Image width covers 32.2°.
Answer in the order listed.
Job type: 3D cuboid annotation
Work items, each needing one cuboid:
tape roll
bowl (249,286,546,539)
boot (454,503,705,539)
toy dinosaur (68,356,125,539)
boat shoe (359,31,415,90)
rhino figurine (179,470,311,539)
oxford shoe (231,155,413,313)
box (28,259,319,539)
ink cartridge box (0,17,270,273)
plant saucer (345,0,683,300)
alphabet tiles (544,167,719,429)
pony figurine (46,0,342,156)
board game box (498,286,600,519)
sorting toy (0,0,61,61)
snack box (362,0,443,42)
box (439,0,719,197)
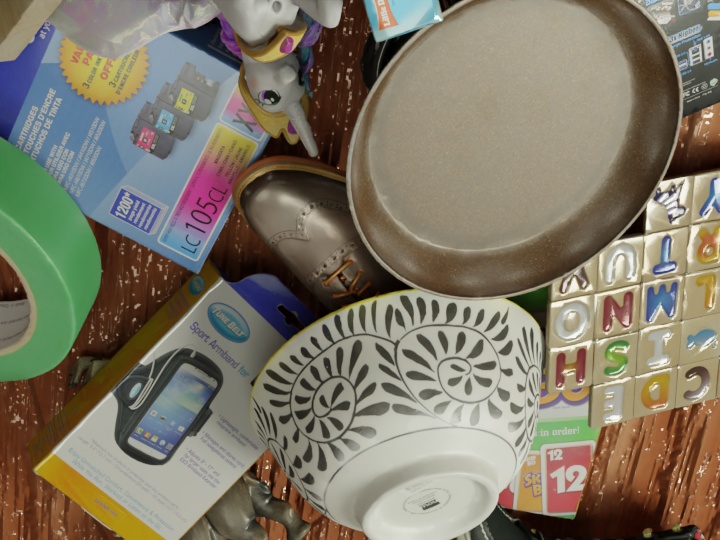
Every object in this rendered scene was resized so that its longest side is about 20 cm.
[{"bbox_3d":[-0.265,-0.012,0.792,0.197,0.049,0.202,11,139,9],"label":"tape roll"},{"bbox_3d":[0.035,0.110,0.784,0.197,0.095,0.202,-10,141,-8],"label":"bowl"},{"bbox_3d":[0.163,0.202,0.885,0.152,0.074,0.204,-21,128,19],"label":"boot"},{"bbox_3d":[-0.153,0.089,0.885,0.100,0.058,0.202,20,103,-26],"label":"toy dinosaur"},{"bbox_3d":[0.073,-0.175,0.723,0.066,0.057,0.200,36,111,-14],"label":"boat shoe"},{"bbox_3d":[-0.134,0.218,0.928,0.200,0.060,0.088,-41,88,19],"label":"rhino figurine"},{"bbox_3d":[0.000,0.000,0.785,0.071,0.073,0.199,-41,127,19],"label":"oxford shoe"},{"bbox_3d":[-0.113,0.089,0.846,0.200,0.041,0.119,-46,120,-2],"label":"box"},{"bbox_3d":[-0.155,-0.110,0.773,0.198,0.077,0.137,28,113,-9],"label":"ink cartridge box"},{"bbox_3d":[0.083,-0.074,0.696,0.197,0.032,0.203,-10,129,-13],"label":"plant saucer"},{"bbox_3d":[0.210,0.016,0.814,0.197,0.008,0.170,-11,116,-18],"label":"alphabet tiles"},{"bbox_3d":[-0.079,-0.165,0.652,0.166,0.200,0.194,-37,77,-14],"label":"pony figurine"},{"bbox_3d":[0.128,0.080,0.876,0.094,0.030,0.203,9,112,-3],"label":"board game box"},{"bbox_3d":[-0.206,-0.229,0.621,0.069,0.198,0.203,-16,87,-33],"label":"sorting toy"},{"bbox_3d":[0.003,-0.199,0.635,0.037,0.201,0.118,-16,113,5],"label":"snack box"},{"bbox_3d":[0.140,-0.165,0.699,0.197,0.050,0.200,-23,128,-3],"label":"box"}]
